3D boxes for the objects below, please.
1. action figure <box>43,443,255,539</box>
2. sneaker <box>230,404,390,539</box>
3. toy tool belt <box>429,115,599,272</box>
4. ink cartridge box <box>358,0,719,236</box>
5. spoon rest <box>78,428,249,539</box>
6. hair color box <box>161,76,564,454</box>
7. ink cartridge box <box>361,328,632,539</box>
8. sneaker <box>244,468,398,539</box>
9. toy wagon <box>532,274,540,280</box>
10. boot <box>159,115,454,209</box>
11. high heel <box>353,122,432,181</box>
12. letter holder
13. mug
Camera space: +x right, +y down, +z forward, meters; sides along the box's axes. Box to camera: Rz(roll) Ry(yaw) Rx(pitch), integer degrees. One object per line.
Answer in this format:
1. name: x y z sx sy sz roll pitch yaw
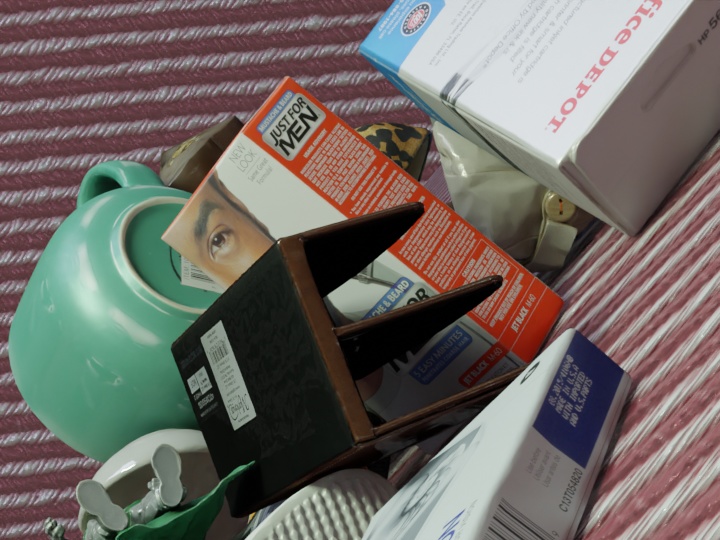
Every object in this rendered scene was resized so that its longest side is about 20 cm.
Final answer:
1. action figure: -0.126 0.146 1.052 0.118 0.055 0.200 -22 -16 -19
2. sneaker: -0.024 0.142 1.088 0.077 0.078 0.200 -28 21 42
3. toy tool belt: 0.116 -0.067 1.261 0.122 0.126 0.200 -16 10 3
4. ink cartridge box: 0.115 -0.127 1.101 0.146 0.084 0.200 -51 42 -1
5. spoon rest: -0.077 0.131 1.157 0.199 0.061 0.099 4 -42 -48
6. hair color box: 0.000 0.000 1.105 0.111 0.200 0.064 -48 4 46
7. ink cartridge box: 0.014 0.137 0.775 0.200 0.041 0.200 -49 3 31
8. sneaker: -0.054 0.181 0.956 0.200 0.074 0.082 -51 5 -19
9. toy wagon: 0.040 0.063 1.281 0.200 0.040 0.155 -50 4 31
10. boot: -0.028 -0.046 1.317 0.064 0.200 0.187 -46 5 45
11. high heel: 0.026 -0.002 1.216 0.142 0.200 0.072 -30 -24 -15
12. letter holder: 0.008 0.039 0.988 0.141 0.101 0.200 -18 -9 -24
13. mug: -0.131 0.014 1.174 0.152 0.185 0.115 -35 -15 -45
